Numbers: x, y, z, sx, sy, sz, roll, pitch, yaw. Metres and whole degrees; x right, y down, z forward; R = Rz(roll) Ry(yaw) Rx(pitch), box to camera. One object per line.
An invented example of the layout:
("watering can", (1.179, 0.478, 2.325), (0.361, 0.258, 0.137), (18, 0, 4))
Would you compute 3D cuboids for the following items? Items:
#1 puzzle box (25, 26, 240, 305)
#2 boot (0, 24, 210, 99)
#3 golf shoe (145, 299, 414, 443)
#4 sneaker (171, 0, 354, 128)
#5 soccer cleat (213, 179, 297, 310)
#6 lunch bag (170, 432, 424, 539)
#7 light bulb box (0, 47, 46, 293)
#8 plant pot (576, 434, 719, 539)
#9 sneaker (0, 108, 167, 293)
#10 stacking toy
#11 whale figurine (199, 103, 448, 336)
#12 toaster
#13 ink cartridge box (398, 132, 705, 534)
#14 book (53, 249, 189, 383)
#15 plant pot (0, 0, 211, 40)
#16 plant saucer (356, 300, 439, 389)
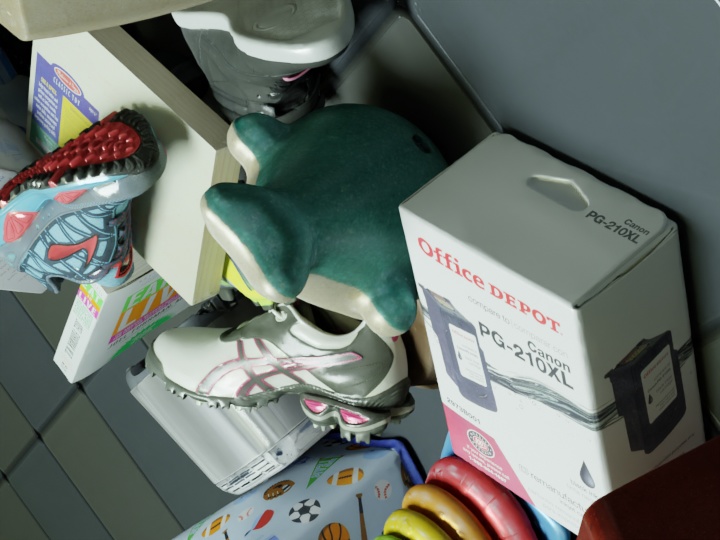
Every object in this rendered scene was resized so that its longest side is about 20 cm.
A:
("puzzle box", (-0.154, -0.087, 1.411), (0.200, 0.025, 0.133), (43, 139, 30))
("boot", (-0.193, -0.158, 1.507), (0.168, 0.076, 0.200), (51, 162, -1))
("golf shoe", (-0.054, 0.051, 1.432), (0.199, 0.077, 0.089), (9, 113, 26))
("sneaker", (-0.041, -0.122, 1.291), (0.200, 0.071, 0.099), (21, 142, 61))
("soccer cleat", (-0.070, -0.024, 1.403), (0.200, 0.065, 0.084), (0, 118, 62))
("lunch bag", (-0.051, 0.210, 1.617), (0.200, 0.170, 0.124), (3, 124, 59))
("light bulb box", (-0.295, -0.100, 1.567), (0.199, 0.125, 0.200), (56, -161, 18))
("plant pot", (0.208, 0.190, 1.099), (0.177, 0.199, 0.200), (55, 159, 27))
("sneaker", (-0.171, -0.039, 1.395), (0.096, 0.079, 0.200), (48, 146, -15))
("stacking toy", (0.035, 0.206, 1.411), (0.116, 0.200, 0.110), (44, 154, 20))
("whale figurine", (-0.012, -0.037, 1.220), (0.104, 0.200, 0.159), (-42, 78, 21))
("toaster", (-0.084, 0.082, 1.582), (0.129, 0.114, 0.200), (51, 152, -1))
("ink cartridge box", (0.111, 0.042, 1.197), (0.145, 0.084, 0.201), (31, 147, 41))
("book", (-0.161, 0.007, 1.594), (0.048, 0.133, 0.200), (51, 156, 7))
("plant pot", (-0.170, -0.250, 1.221), (0.200, 0.177, 0.200), (39, 152, 30))
("plant saucer", (0.000, 0.000, 1.419), (0.200, 0.029, 0.200), (41, 154, 26))
